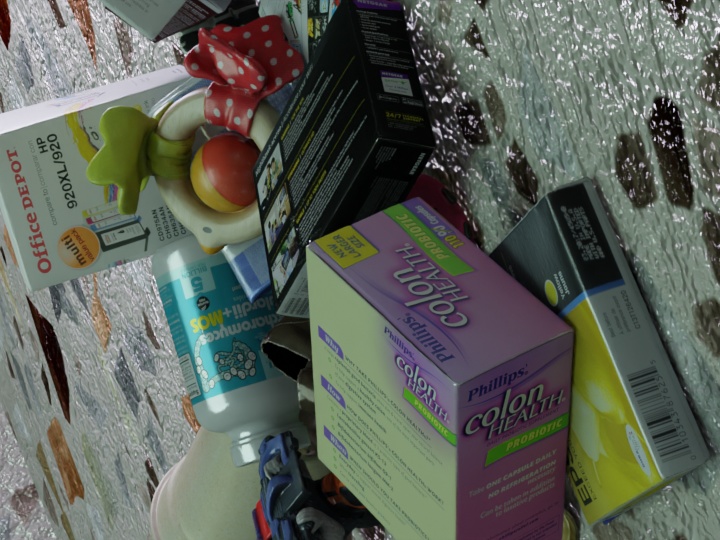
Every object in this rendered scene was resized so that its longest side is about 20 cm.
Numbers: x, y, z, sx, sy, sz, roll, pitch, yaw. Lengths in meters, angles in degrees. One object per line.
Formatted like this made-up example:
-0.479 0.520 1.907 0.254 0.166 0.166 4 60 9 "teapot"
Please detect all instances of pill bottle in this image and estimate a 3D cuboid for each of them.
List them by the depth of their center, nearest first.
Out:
-0.104 0.065 1.806 0.111 0.110 0.201 148 105 -70 "pill bottle"

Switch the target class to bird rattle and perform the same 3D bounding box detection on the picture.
-0.113 -0.106 1.705 0.164 0.199 0.113 56 -161 -5 "bird rattle"

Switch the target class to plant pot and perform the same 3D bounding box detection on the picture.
-0.083 0.184 1.942 0.201 0.199 0.184 58 145 35 "plant pot"

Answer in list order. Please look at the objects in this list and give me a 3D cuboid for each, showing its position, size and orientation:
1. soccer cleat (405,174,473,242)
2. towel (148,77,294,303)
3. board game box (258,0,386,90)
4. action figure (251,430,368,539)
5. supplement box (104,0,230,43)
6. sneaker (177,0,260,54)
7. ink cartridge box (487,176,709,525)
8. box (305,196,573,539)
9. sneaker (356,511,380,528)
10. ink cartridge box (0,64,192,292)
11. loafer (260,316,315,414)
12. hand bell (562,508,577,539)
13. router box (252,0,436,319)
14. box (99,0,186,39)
0.060 0.030 1.548 0.201 0.069 0.086 70 161 7 "soccer cleat"
-0.083 -0.094 1.742 0.201 0.147 0.024 60 -164 18 "towel"
-0.032 -0.213 1.643 0.200 0.034 0.127 111 138 -62 "board game box"
-0.013 0.202 1.683 0.105 0.193 0.201 41 -155 -31 "action figure"
-0.144 -0.265 1.774 0.061 0.109 0.200 33 166 -17 "supplement box"
-0.102 -0.159 1.832 0.084 0.080 0.201 84 163 -61 "sneaker"
0.143 0.065 1.391 0.199 0.047 0.200 67 158 13 "ink cartridge box"
0.052 0.086 1.420 0.176 0.096 0.201 42 147 42 "box"
-0.001 0.129 1.827 0.081 0.073 0.201 -132 35 -68 "sneaker"
-0.230 -0.086 1.886 0.145 0.199 0.148 -140 34 -75 "ink cartridge box"
-0.012 0.099 1.625 0.200 0.071 0.073 43 155 45 "loafer"
0.085 0.146 1.590 0.200 0.103 0.105 -113 16 -50 "hand bell"
-0.017 -0.082 1.551 0.200 0.051 0.150 122 147 -43 "router box"
-0.161 -0.312 1.639 0.106 0.200 0.152 35 -172 -40 "box"
